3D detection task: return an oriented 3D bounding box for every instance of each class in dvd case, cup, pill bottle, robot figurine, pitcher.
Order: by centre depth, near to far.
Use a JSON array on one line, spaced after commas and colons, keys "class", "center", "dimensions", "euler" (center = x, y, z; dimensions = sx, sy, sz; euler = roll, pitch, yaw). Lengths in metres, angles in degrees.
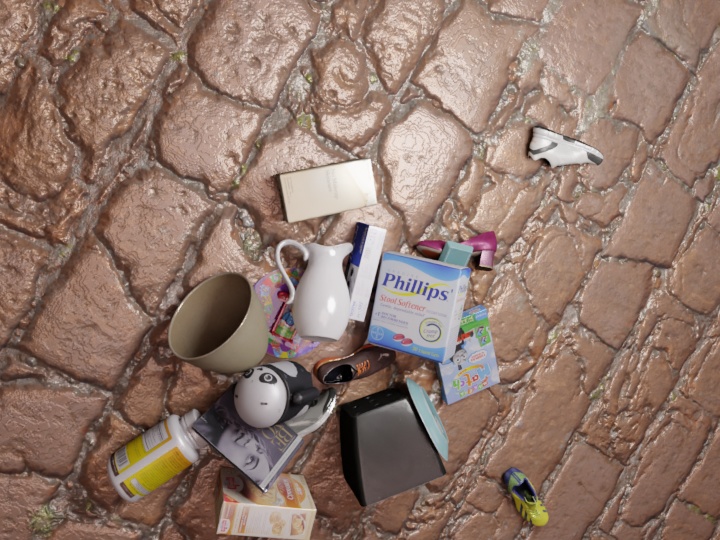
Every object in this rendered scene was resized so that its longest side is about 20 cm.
[{"class": "cup", "center": [-0.265, 0.127, 1.181], "dimensions": [0.200, 0.200, 0.144], "euler": [-41, 133, -6]}, {"class": "pill bottle", "center": [-0.410, 0.376, 1.206], "dimensions": [0.198, 0.109, 0.110], "euler": [-32, 106, -9]}, {"class": "pitcher", "center": [-0.102, 0.039, 1.209], "dimensions": [0.168, 0.121, 0.204], "euler": [7, 75, -12]}, {"class": "dvd case", "center": [-0.230, 0.342, 1.212], "dimensions": [0.199, 0.149, 0.016], "euler": [40, 130, 5]}, {"class": "robot figurine", "center": [-0.175, 0.252, 1.213], "dimensions": [0.150, 0.199, 0.126], "euler": [-41, 72, 19]}]

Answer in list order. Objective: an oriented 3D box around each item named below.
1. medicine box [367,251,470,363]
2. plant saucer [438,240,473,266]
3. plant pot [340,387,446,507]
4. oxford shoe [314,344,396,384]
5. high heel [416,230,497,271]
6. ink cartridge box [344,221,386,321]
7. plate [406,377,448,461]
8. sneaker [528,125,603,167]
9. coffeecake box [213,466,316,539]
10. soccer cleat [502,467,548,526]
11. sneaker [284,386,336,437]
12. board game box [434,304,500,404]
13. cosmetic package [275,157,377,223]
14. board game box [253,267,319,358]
[{"class": "medicine box", "center": [0.127, 0.075, 1.273], "dimensions": [0.179, 0.103, 0.204], "euler": [13, 98, 21]}, {"class": "plant saucer", "center": [0.193, 0.029, 1.336], "dimensions": [0.069, 0.019, 0.203], "euler": [11, 117, -17]}, {"class": "plant pot", "center": [0.049, 0.378, 1.308], "dimensions": [0.197, 0.199, 0.181], "euler": [-17, 92, -13]}, {"class": "oxford shoe", "center": [-0.003, 0.221, 1.319], "dimensions": [0.197, 0.072, 0.073], "euler": [-16, 103, -14]}, {"class": "high heel", "center": [0.225, -0.065, 1.358], "dimensions": [0.197, 0.067, 0.098], "euler": [15, 71, -17]}, {"class": "ink cartridge box", "center": [0.000, 0.000, 1.273], "dimensions": [0.043, 0.094, 0.204], "euler": [13, 95, -18]}, {"class": "plate", "center": [0.158, 0.330, 1.318], "dimensions": [0.025, 0.200, 0.202], "euler": [-28, 106, 5]}, {"class": "sneaker", "center": [0.485, -0.280, 1.391], "dimensions": [0.196, 0.074, 0.081], "euler": [14, 110, -14]}, {"class": "coffeecake box", "center": [-0.211, 0.502, 1.262], "dimensions": [0.196, 0.153, 0.074], "euler": [13, 95, -18]}, {"class": "soccer cleat", "center": [0.434, 0.597, 1.504], "dimensions": [0.064, 0.084, 0.202], "euler": [-36, 107, -8]}, {"class": "sneaker", "center": [-0.135, 0.327, 1.300], "dimensions": [0.199, 0.074, 0.080], "euler": [-39, 102, -7]}, {"class": "board game box", "center": [0.249, 0.203, 1.403], "dimensions": [0.149, 0.037, 0.203], "euler": [-20, 110, -13]}, {"class": "cosmetic package", "center": [-0.072, -0.171, 1.235], "dimensions": [0.196, 0.073, 0.106], "euler": [-14, 103, -13]}, {"class": "board game box", "center": [-0.155, 0.099, 1.270], "dimensions": [0.156, 0.039, 0.203], "euler": [-20, 103, -12]}]
